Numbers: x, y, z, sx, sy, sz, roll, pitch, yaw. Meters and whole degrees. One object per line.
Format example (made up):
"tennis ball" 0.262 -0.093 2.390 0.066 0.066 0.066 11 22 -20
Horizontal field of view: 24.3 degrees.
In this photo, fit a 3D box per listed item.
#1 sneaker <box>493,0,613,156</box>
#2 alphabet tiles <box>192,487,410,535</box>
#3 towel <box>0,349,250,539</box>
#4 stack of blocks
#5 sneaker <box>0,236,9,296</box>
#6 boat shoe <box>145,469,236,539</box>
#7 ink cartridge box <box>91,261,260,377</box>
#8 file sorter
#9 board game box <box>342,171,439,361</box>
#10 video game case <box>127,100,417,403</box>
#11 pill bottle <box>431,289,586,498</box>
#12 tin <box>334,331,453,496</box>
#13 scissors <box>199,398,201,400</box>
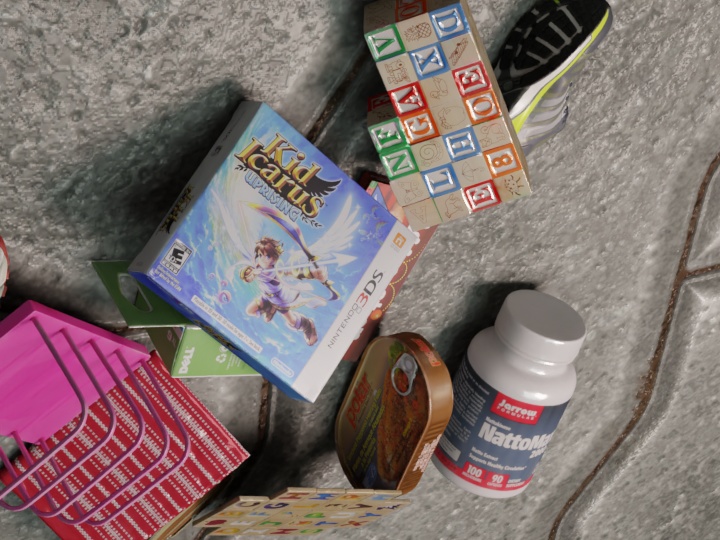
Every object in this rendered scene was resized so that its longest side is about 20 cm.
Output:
"sneaker" 0.165 -0.170 1.539 0.081 0.074 0.200 13 126 -45
"alphabet tiles" -0.058 0.242 1.668 0.200 0.006 0.166 6 155 -33
"towel" -0.224 0.184 1.581 0.200 0.022 0.145 -38 107 9
"stack of blocks" 0.064 -0.143 1.456 0.115 0.059 0.200 -17 122 11
"sneaker" -0.372 0.039 1.380 0.200 0.078 0.082 -42 127 1
"boat shoe" -0.197 0.236 1.655 0.200 0.076 0.074 -39 153 9
"ink cartridge box" -0.139 0.042 1.502 0.200 0.104 0.059 0 125 -31
"file sorter" -0.257 0.135 1.438 0.139 0.126 0.200 -38 156 9
"board game box" 0.000 0.000 1.611 0.103 0.019 0.200 11 120 -38
"video game case" -0.071 -0.015 1.445 0.200 0.045 0.181 40 73 -27
"pill bottle" 0.156 0.126 1.740 0.119 0.120 0.200 1 125 -31
"tin" 0.032 0.147 1.681 0.042 0.112 0.200 -17 144 -38
"scissors" -0.219 0.089 1.558 0.200 0.014 0.073 11 120 -36
